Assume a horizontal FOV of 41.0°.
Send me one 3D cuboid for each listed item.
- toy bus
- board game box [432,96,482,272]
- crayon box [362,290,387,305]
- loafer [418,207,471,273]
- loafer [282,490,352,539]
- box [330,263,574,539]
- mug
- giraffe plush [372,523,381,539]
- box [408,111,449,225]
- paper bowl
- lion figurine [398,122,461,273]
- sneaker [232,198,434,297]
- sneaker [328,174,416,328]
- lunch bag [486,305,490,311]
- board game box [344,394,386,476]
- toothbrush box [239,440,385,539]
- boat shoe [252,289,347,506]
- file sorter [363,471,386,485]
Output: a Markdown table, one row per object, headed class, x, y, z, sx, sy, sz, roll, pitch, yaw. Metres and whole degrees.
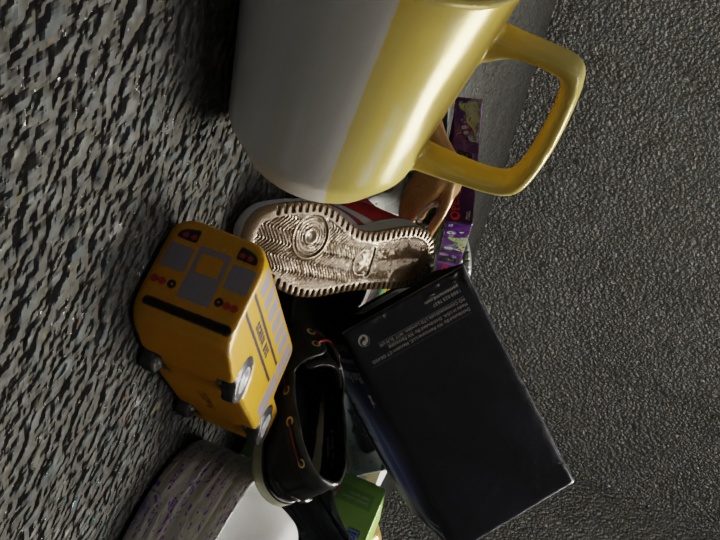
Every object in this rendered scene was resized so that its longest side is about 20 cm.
| class | x | y | z | sx | sy | sz | roll | pitch | yaw |
| --- | --- | --- | --- | --- | --- | --- | --- | --- | --- |
| toy bus | -0.089 | 0.050 | 0.624 | 0.200 | 0.065 | 0.079 | 86 | 25 | -67 |
| board game box | 0.092 | -0.070 | 0.935 | 0.200 | 0.032 | 0.121 | 88 | 12 | -74 |
| crayon box | 0.000 | 0.000 | 1.047 | 0.200 | 0.051 | 0.127 | 79 | 33 | -71 |
| loafer | 0.080 | -0.057 | 1.120 | 0.070 | 0.074 | 0.202 | -87 | 164 | -84 |
| loafer | -0.040 | 0.247 | 0.833 | 0.070 | 0.201 | 0.068 | -19 | 146 | -16 |
| box | 0.063 | 0.115 | 0.850 | 0.122 | 0.200 | 0.200 | -29 | -179 | -9 |
| mug | 0.005 | -0.110 | 0.530 | 0.149 | 0.187 | 0.154 | -19 | 145 | -42 |
| giraffe plush | -0.090 | 0.318 | 1.005 | 0.199 | 0.173 | 0.162 | -35 | 179 | 33 |
| box | 0.074 | -0.168 | 1.009 | 0.137 | 0.037 | 0.202 | 90 | 8 | -66 |
| paper bowl | -0.118 | 0.243 | 0.742 | 0.201 | 0.103 | 0.202 | 21 | 90 | -82 |
| lion figurine | 0.048 | -0.110 | 0.819 | 0.072 | 0.201 | 0.122 | -14 | 164 | -41 |
| sneaker | -0.043 | -0.033 | 0.744 | 0.199 | 0.112 | 0.072 | 6 | 110 | -49 |
| sneaker | -0.017 | -0.032 | 0.872 | 0.201 | 0.074 | 0.089 | -55 | 142 | -34 |
| lunch bag | 0.319 | 0.198 | 2.976 | 0.200 | 0.117 | 0.165 | 102 | 12 | -68 |
| board game box | 0.049 | 0.127 | 1.008 | 0.064 | 0.198 | 0.149 | -29 | -111 | 58 |
| toothbrush box | -0.079 | 0.278 | 0.900 | 0.086 | 0.144 | 0.201 | 96 | 17 | -58 |
| boat shoe | -0.040 | 0.080 | 0.753 | 0.073 | 0.063 | 0.203 | 33 | 46 | -42 |
| file sorter | 0.001 | 0.158 | 1.159 | 0.200 | 0.123 | 0.140 | -50 | 159 | -62 |
